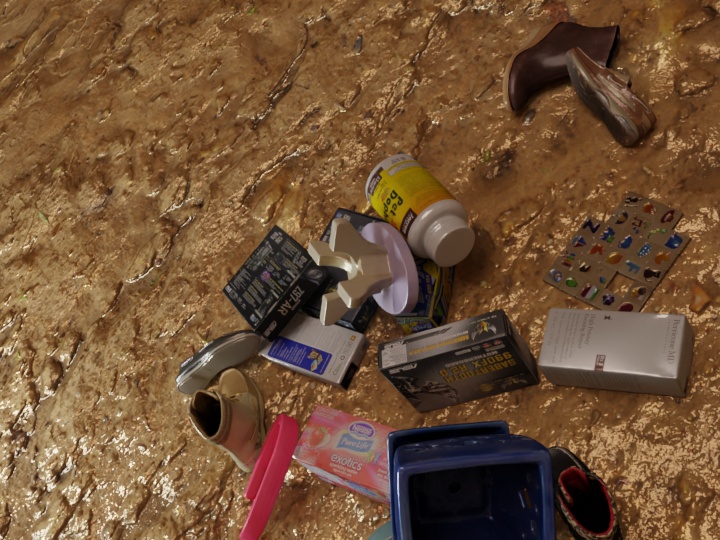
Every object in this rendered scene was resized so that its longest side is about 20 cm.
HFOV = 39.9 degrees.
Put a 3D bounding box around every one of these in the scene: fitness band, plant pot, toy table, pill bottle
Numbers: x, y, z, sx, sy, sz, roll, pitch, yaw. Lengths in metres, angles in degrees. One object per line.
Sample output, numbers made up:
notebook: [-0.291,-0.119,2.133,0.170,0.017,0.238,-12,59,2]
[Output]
fitness band: [-0.142,0.321,1.534,0.144,0.037,0.200,-177,108,-80]
plant pot: [0.134,0.307,1.308,0.199,0.200,0.180,-5,11,-8]
toy table: [0.000,0.000,1.573,0.117,0.184,0.200,-4,19,-23]
pill bottle: [0.099,-0.095,1.601,0.109,0.109,0.200,-40,50,1]

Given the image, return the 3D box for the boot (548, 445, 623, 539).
boot: [0.286,0.294,1.298,0.073,0.151,0.200,-24,53,4]

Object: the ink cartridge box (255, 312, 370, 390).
ink cartridge box: [-0.086,0.130,1.693,0.200,0.037,0.095,17,71,33]

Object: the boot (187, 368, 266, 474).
boot: [-0.224,0.221,1.631,0.073,0.155,0.200,-26,50,12]

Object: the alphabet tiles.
alphabet tiles: [0.404,-0.030,1.541,0.167,0.008,0.200,30,77,39]

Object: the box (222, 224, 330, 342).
box: [-0.153,0.019,1.745,0.160,0.044,0.200,-51,31,-1]

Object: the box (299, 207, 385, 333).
box: [-0.018,-0.002,1.729,0.158,0.051,0.200,19,72,36]

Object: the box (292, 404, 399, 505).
box: [0.012,0.284,1.490,0.200,0.103,0.095,11,66,38]

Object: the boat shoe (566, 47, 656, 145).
boat shoe: [0.417,-0.298,1.653,0.072,0.076,0.200,-31,71,-4]

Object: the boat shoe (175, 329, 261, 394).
boat shoe: [-0.254,0.146,1.736,0.200,0.067,0.057,-36,45,26]

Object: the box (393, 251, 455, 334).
box: [0.114,0.004,1.643,0.070,0.064,0.200,-3,59,27]

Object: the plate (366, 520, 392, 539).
plate: [0.071,0.440,1.413,0.200,0.026,0.201,-14,54,20]

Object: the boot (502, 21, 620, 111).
boot: [0.350,-0.360,1.738,0.166,0.072,0.200,10,63,36]

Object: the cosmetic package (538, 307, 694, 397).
cosmetic package: [0.367,0.115,1.425,0.200,0.074,0.102,0,61,31]

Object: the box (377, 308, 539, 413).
box: [0.146,0.139,1.477,0.200,0.158,0.048,-17,52,19]
